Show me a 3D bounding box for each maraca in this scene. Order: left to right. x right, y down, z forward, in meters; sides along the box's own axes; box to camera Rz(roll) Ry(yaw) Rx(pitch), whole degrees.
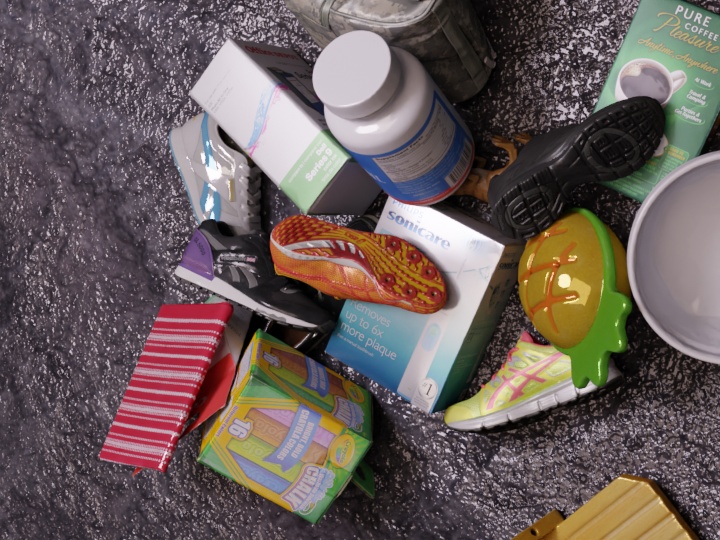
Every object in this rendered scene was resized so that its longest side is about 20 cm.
[{"bbox_3d":[0.217,0.025,1.359,0.201,0.106,0.138,-106,28,-47],"label":"maraca"}]

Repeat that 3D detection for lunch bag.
[{"bbox_3d":[0.042,-0.263,1.419,0.167,0.200,0.140,33,84,28],"label":"lunch bag"}]

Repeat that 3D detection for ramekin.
[{"bbox_3d":[0.353,-0.019,1.310,0.198,0.105,0.202,2,101,10],"label":"ramekin"}]

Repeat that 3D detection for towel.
[{"bbox_3d":[-0.214,0.125,1.537,0.144,0.022,0.201,-3,61,53],"label":"towel"}]

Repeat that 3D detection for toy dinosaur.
[{"bbox_3d":[0.162,-0.088,1.464,0.199,0.060,0.107,19,115,13],"label":"toy dinosaur"}]

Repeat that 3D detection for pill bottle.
[{"bbox_3d":[0.031,-0.152,1.368,0.111,0.200,0.113,-11,63,22],"label":"pill bottle"}]

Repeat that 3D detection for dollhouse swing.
[{"bbox_3d":[0.236,0.334,1.384,0.201,0.181,0.176,54,133,15],"label":"dollhouse swing"}]

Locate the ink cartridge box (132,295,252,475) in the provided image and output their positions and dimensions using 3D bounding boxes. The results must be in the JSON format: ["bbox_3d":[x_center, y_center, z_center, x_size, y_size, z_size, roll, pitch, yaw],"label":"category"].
[{"bbox_3d":[-0.200,0.119,1.568,0.050,0.200,0.161,43,118,-16],"label":"ink cartridge box"}]

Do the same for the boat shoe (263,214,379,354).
[{"bbox_3d":[-0.041,0.022,1.555,0.072,0.067,0.200,45,109,19],"label":"boat shoe"}]

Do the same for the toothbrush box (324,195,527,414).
[{"bbox_3d":[0.072,0.030,1.488,0.146,0.085,0.201,30,104,23],"label":"toothbrush box"}]

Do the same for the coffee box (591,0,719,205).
[{"bbox_3d":[0.304,-0.169,1.384,0.122,0.044,0.201,26,105,23],"label":"coffee box"}]

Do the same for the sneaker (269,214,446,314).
[{"bbox_3d":[0.000,0.000,1.449,0.199,0.077,0.073,22,57,17],"label":"sneaker"}]

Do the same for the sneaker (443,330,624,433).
[{"bbox_3d":[0.174,0.113,1.454,0.199,0.078,0.091,-23,75,19],"label":"sneaker"}]

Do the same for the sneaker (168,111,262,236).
[{"bbox_3d":[-0.150,-0.092,1.599,0.080,0.076,0.201,-27,83,20],"label":"sneaker"}]

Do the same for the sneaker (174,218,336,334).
[{"bbox_3d":[-0.108,0.002,1.511,0.199,0.076,0.088,23,89,21],"label":"sneaker"}]

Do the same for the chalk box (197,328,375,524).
[{"bbox_3d":[-0.062,0.182,1.522,0.199,0.125,0.124,29,108,-13],"label":"chalk box"}]

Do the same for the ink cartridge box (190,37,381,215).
[{"bbox_3d":[-0.069,-0.157,1.514,0.200,0.145,0.088,44,110,18],"label":"ink cartridge box"}]

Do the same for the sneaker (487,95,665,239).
[{"bbox_3d":[0.207,-0.117,1.370,0.199,0.091,0.076,-31,120,7],"label":"sneaker"}]
